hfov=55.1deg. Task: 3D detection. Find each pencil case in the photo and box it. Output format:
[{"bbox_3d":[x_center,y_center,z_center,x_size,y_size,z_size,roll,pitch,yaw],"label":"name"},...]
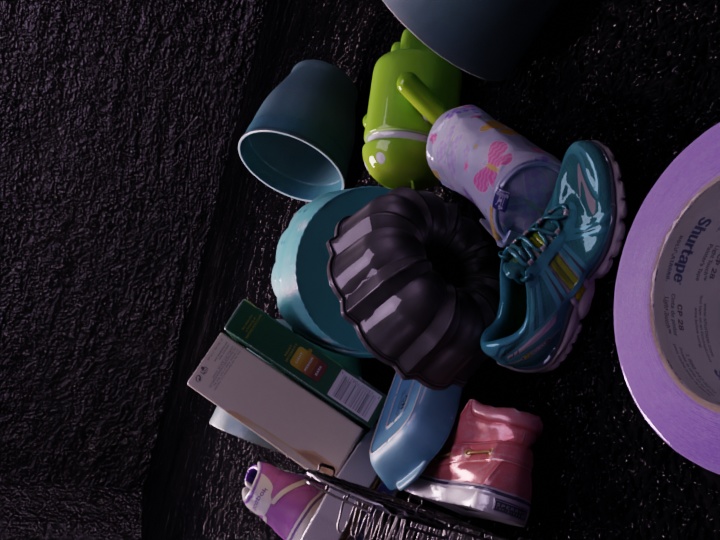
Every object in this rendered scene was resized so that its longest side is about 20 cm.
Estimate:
[{"bbox_3d":[0.131,-0.097,0.684,0.201,0.081,0.092,-116,33,-59],"label":"pencil case"}]

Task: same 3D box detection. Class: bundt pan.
[{"bbox_3d":[0.068,0.004,0.652,0.076,0.199,0.205,-43,39,39],"label":"bundt pan"}]

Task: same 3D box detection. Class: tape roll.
[{"bbox_3d":[-0.017,0.269,0.783,0.204,0.037,0.204,-57,-14,-21],"label":"tape roll"},{"bbox_3d":[0.233,0.013,0.380,0.200,0.064,0.205,-169,90,-69],"label":"tape roll"}]

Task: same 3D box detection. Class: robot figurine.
[{"bbox_3d":[0.065,-0.190,0.858,0.175,0.113,0.205,166,113,-72],"label":"robot figurine"}]

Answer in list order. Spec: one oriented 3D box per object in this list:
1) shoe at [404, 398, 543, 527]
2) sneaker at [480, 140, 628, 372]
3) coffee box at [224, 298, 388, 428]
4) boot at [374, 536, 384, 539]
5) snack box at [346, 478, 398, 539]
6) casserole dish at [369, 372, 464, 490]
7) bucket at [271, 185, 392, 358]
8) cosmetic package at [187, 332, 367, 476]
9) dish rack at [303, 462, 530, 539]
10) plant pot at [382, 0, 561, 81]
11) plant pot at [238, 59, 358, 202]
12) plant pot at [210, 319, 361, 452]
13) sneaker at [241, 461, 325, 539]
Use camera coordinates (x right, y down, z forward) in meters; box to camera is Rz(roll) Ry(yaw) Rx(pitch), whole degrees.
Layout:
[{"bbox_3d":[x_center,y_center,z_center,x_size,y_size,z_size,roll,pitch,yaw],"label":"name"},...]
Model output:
[{"bbox_3d":[0.101,0.176,0.646,0.200,0.070,0.093,-34,35,67],"label":"shoe"},{"bbox_3d":[0.157,-0.010,0.571,0.077,0.078,0.204,-139,63,-66],"label":"sneaker"},{"bbox_3d":[-0.064,0.110,0.806,0.044,0.198,0.123,-56,-1,-11],"label":"coffee box"},{"bbox_3d":[0.032,0.325,0.748,0.200,0.072,0.077,135,151,-59],"label":"boot"},{"bbox_3d":[0.012,0.272,0.760,0.202,0.024,0.072,-61,-11,0],"label":"snack box"},{"bbox_3d":[0.060,0.127,0.702,0.122,0.038,0.201,-53,8,40],"label":"casserole dish"},{"bbox_3d":[0.000,0.000,0.802,0.135,0.203,0.212,-179,100,-76],"label":"bucket"},{"bbox_3d":[-0.091,0.162,0.796,0.072,0.198,0.105,-55,-15,-12],"label":"cosmetic package"},{"bbox_3d":[0.049,0.213,0.553,0.152,0.198,0.056,-2,63,53],"label":"dish rack"},{"bbox_3d":[0.126,-0.319,0.675,0.161,0.198,0.203,-46,36,37],"label":"plant pot"},{"bbox_3d":[-0.091,-0.257,1.227,0.200,0.197,0.191,-34,32,61],"label":"plant pot"},{"bbox_3d":[-0.087,0.164,0.955,0.200,0.198,0.164,-11,58,68],"label":"plant pot"},{"bbox_3d":[-0.082,0.273,0.870,0.074,0.113,0.200,-60,-15,-3],"label":"sneaker"}]
